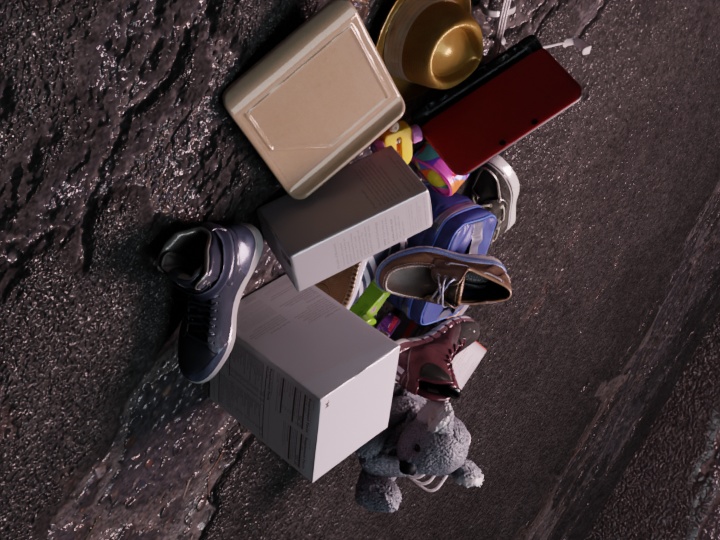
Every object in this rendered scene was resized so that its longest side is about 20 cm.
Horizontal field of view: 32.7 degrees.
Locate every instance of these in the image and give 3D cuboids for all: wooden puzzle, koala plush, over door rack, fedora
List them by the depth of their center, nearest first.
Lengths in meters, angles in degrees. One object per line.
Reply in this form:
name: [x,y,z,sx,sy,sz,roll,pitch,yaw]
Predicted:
wooden puzzle: [-0.053,-0.200,1.441,0.185,0.037,0.200,-41,141,-3]
fedora: [0.100,-0.290,1.576,0.200,0.081,0.202,-38,147,-31]
over door rack: [0.248,-0.374,1.721,0.198,0.067,0.149,-10,130,-27]
koala plush: [0.088,0.255,1.853,0.183,0.199,0.179,-38,112,-36]

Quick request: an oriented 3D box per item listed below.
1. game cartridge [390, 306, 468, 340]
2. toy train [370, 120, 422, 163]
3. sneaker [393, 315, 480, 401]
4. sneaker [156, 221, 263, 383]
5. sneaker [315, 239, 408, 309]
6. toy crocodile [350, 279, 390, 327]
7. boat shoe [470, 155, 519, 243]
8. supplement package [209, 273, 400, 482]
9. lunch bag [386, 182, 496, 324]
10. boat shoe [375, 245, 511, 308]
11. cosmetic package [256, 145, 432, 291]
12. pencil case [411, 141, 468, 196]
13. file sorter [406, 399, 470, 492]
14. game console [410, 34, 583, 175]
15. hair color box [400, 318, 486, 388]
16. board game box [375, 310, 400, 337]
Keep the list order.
game cartridge: [0.120,0.066,2.012,0.200,0.041,0.133,-51,155,-12]
toy train: [-0.005,-0.150,1.592,0.149,0.056,0.201,0,127,-36]
sneaker: [0.127,0.141,1.807,0.199,0.115,0.076,-20,137,-36]
sneaker: [-0.195,0.038,1.437,0.146,0.076,0.204,-1,110,-70]
sneaker: [0.000,0.000,1.724,0.108,0.070,0.202,9,108,-57]
toy crocodile: [-0.030,0.098,1.779,0.201,0.067,0.062,-53,154,-3]
boat shoe: [0.207,-0.109,1.936,0.064,0.070,0.201,-47,152,-19]
supplement package: [-0.076,0.134,1.602,0.151,0.199,0.152,-31,142,-38]
lunch bag: [0.109,-0.014,1.812,0.135,0.132,0.202,-16,131,-50]
boat shoe: [0.120,0.013,1.702,0.198,0.073,0.073,-2,119,-18]
cosmetic package: [-0.018,-0.067,1.539,0.198,0.102,0.074,-26,140,-12]
pencil case: [0.159,-0.201,1.757,0.200,0.088,0.089,-49,150,-13]
file sorter: [0.087,0.274,2.075,0.139,0.124,0.200,-54,151,-7]
game console: [0.177,-0.208,1.635,0.199,0.119,0.172,-33,174,-2]
hair color box: [0.129,0.133,1.994,0.102,0.061,0.200,-56,152,-2]
board game box: [-0.017,0.159,1.801,0.201,0.032,0.120,-54,174,31]
